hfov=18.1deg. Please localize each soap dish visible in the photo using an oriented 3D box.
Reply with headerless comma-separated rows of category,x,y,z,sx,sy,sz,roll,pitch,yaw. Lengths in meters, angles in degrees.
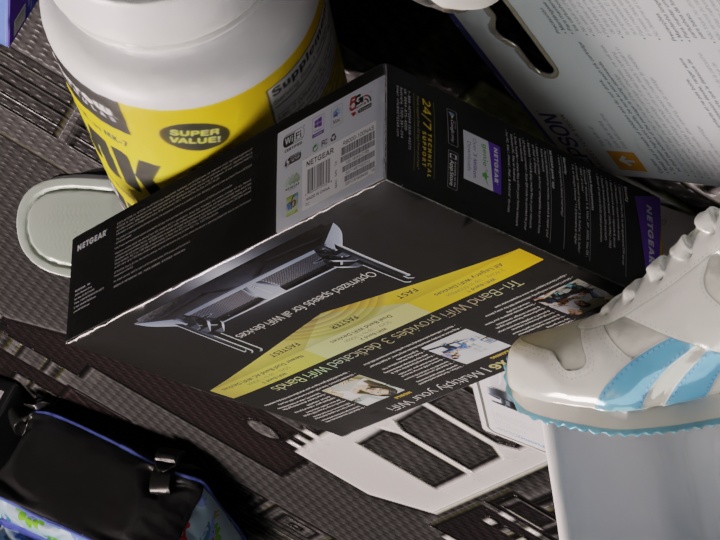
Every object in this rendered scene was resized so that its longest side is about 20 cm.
soap dish,0.174,0.085,0.912,0.199,0.158,0.081,-20,159,35

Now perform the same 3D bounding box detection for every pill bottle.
pill bottle,-0.067,-0.094,0.926,0.114,0.115,0.200,21,158,17

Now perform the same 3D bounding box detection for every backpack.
backpack,-0.187,0.219,1.748,0.182,0.147,0.200,18,160,29

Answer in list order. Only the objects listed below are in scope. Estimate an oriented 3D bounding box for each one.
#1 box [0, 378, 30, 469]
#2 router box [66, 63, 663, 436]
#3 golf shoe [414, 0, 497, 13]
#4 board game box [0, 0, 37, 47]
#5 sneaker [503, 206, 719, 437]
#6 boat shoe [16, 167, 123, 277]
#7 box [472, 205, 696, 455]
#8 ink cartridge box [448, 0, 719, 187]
box,-0.346,0.125,1.823,0.199,0.079,0.141,17,159,25
router box,0.000,0.000,0.926,0.157,0.053,0.200,23,146,-38
golf shoe,0.076,-0.124,0.664,0.094,0.078,0.200,39,146,4
board game box,-0.199,-0.185,0.970,0.134,0.045,0.200,27,159,1
sneaker,0.137,0.015,0.838,0.199,0.081,0.076,-11,-177,39
boat shoe,-0.078,-0.022,1.184,0.199,0.076,0.060,13,-166,12
box,0.110,0.032,1.076,0.116,0.060,0.200,19,157,20
ink cartridge box,0.120,-0.094,0.800,0.199,0.043,0.196,12,155,41
